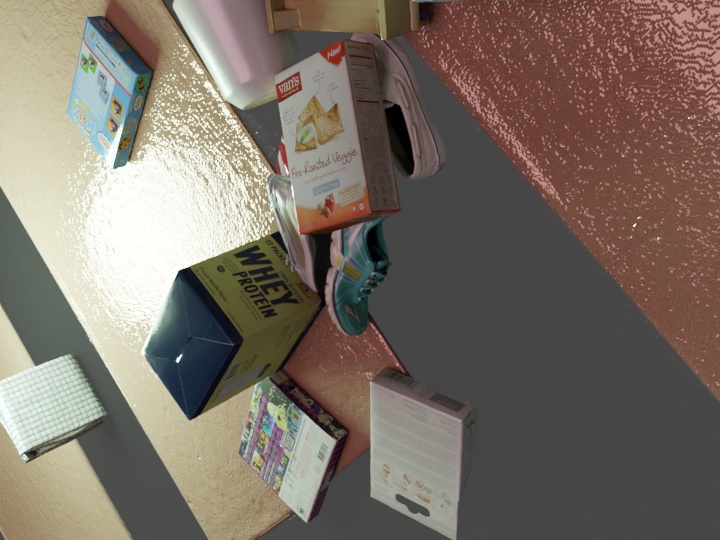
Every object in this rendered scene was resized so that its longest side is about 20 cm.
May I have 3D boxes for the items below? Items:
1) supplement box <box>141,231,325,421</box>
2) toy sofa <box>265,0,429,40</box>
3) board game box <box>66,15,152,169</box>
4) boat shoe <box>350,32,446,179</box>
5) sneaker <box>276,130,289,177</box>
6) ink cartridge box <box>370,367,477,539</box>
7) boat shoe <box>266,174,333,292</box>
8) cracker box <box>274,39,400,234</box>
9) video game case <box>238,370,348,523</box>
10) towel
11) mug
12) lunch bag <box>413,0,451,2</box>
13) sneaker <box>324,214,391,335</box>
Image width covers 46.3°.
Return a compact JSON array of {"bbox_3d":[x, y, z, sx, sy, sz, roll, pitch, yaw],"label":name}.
[{"bbox_3d":[-0.185,0.080,1.245,0.135,0.198,0.201,49,132,15],"label":"supplement box"},{"bbox_3d":[-0.017,-0.328,0.996,0.197,0.097,0.085,16,123,38],"label":"toy sofa"},{"bbox_3d":[-0.431,-0.300,1.431,0.152,0.036,0.202,47,131,18],"label":"board game box"},{"bbox_3d":[0.036,-0.205,1.024,0.073,0.065,0.203,-36,82,44],"label":"boat shoe"},{"bbox_3d":[-0.040,-0.133,1.118,0.200,0.070,0.114,43,127,31],"label":"sneaker"},{"bbox_3d":[0.085,0.256,1.182,0.159,0.050,0.205,18,122,36],"label":"ink cartridge box"},{"bbox_3d":[-0.078,-0.050,1.147,0.064,0.075,0.204,20,150,25],"label":"boat shoe"},{"bbox_3d":[-0.031,-0.156,1.014,0.132,0.057,0.205,-13,85,46],"label":"cracker box"},{"bbox_3d":[-0.116,0.283,1.378,0.180,0.035,0.203,37,128,26],"label":"video game case"},{"bbox_3d":[-0.654,0.288,1.756,0.085,0.198,0.168,-39,79,44],"label":"towel"},{"bbox_3d":[-0.143,-0.303,1.115,0.147,0.187,0.156,-21,96,16],"label":"mug"},{"bbox_3d":[0.147,-0.352,0.817,0.195,0.122,0.174,5,113,12],"label":"lunch bag"},{"bbox_3d":[0.000,0.000,1.137,0.078,0.077,0.205,16,117,27],"label":"sneaker"}]
